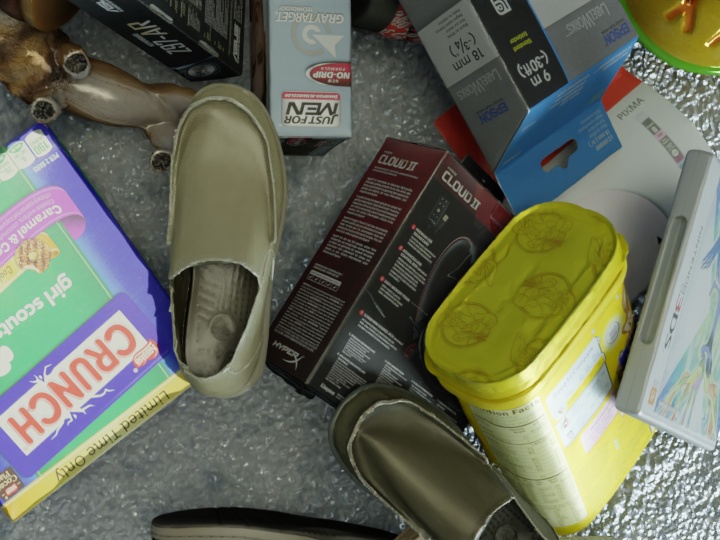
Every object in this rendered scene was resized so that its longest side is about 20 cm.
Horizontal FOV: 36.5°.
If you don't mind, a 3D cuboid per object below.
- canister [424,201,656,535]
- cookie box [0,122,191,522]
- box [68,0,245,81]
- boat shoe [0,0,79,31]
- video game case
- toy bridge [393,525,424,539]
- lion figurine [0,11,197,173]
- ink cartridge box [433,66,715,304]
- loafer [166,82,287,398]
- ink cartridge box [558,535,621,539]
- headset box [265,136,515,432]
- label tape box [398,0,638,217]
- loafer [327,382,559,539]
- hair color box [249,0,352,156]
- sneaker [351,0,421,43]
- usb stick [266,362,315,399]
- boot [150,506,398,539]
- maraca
[{"bbox_3d":[0.135,0.075,0.758,0.149,0.086,0.201,-48,137,-20],"label":"canister"},{"bbox_3d":[-0.222,0.034,0.738,0.170,0.075,0.201,-37,98,-12],"label":"cookie box"},{"bbox_3d":[-0.126,-0.246,0.713,0.043,0.160,0.204,-3,80,21],"label":"box"},{"bbox_3d":[-0.197,-0.220,0.712,0.069,0.201,0.071,20,127,-2],"label":"boat shoe"},{"bbox_3d":[0.252,0.031,0.806,0.199,0.022,0.185,26,80,-55],"label":"video game case"},{"bbox_3d":[0.019,0.244,0.754,0.067,0.027,0.202,33,75,-27],"label":"toy bridge"},{"bbox_3d":[-0.169,-0.121,0.752,0.198,0.122,0.073,29,97,-27],"label":"lion figurine"},{"bbox_3d":[0.178,-0.083,0.845,0.162,0.057,0.201,-40,102,-10],"label":"ink cartridge box"},{"bbox_3d":[-0.085,-0.017,0.689,0.074,0.068,0.204,-1,93,1],"label":"loafer"},{"bbox_3d":[0.138,0.307,0.808,0.142,0.084,0.204,2,88,-12],"label":"ink cartridge box"},{"bbox_3d":[0.043,0.016,0.771,0.148,0.075,0.202,37,81,-36],"label":"headset box"},{"bbox_3d":[0.122,-0.157,0.762,0.144,0.063,0.202,-34,97,-36],"label":"label tape box"},{"bbox_3d":[0.066,0.145,0.710,0.199,0.070,0.076,38,81,-16],"label":"loafer"},{"bbox_3d":[-0.045,-0.188,0.770,0.060,0.099,0.204,-1,89,-13],"label":"hair color box"},{"bbox_3d":[0.037,-0.263,0.814,0.107,0.067,0.205,8,71,-34],"label":"sneaker"},{"bbox_3d":[0.000,0.000,0.811,0.055,0.033,0.202,33,82,-4],"label":"usb stick"},{"bbox_3d":[-0.060,0.252,0.773,0.197,0.073,0.153,11,86,-21],"label":"boot"},{"bbox_3d":[0.282,-0.214,0.840,0.197,0.107,0.139,20,92,-11],"label":"maraca"}]
